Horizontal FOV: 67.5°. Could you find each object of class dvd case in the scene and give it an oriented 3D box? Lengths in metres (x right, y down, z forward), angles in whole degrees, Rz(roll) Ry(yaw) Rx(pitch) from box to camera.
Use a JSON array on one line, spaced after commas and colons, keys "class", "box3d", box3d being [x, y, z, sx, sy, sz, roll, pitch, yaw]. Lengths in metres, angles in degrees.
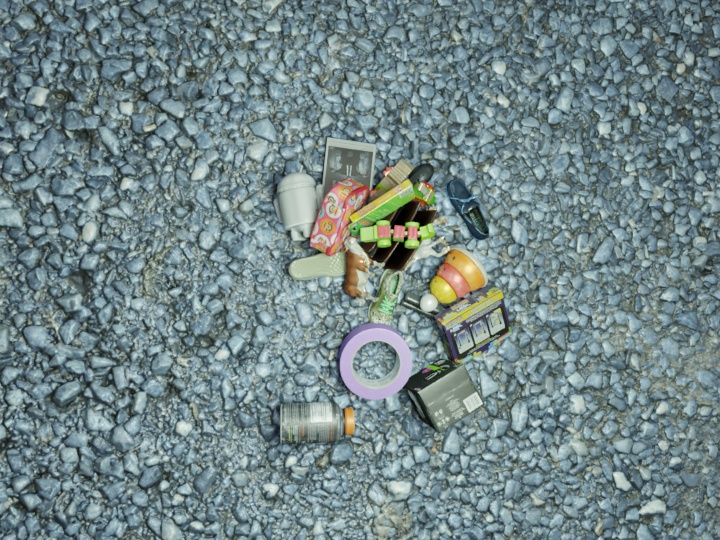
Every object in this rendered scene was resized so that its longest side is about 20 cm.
[{"class": "dvd case", "box3d": [-0.036, -0.278, 1.570, 0.149, 0.025, 0.202, 6, 83, -8]}]

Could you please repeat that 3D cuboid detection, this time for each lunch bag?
[{"class": "lunch bag", "box3d": [-0.053, -0.149, 1.471, 0.082, 0.176, 0.201, 28, 116, 10]}]

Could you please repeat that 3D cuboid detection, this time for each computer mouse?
[{"class": "computer mouse", "box3d": [0.144, -0.242, 1.589, 0.059, 0.034, 0.200, 43, 81, -4]}]

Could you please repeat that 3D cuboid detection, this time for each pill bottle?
[{"class": "pill bottle", "box3d": [-0.116, 0.410, 1.451, 0.198, 0.106, 0.107, 1, 85, -9]}]

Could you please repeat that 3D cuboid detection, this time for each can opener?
[{"class": "can opener", "box3d": [0.218, 0.106, 1.569, 0.199, 0.053, 0.067, 24, 49, -6]}]

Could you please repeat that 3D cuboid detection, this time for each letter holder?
[{"class": "letter holder", "box3d": [0.107, -0.110, 1.501, 0.100, 0.142, 0.201, 35, 82, -22]}]

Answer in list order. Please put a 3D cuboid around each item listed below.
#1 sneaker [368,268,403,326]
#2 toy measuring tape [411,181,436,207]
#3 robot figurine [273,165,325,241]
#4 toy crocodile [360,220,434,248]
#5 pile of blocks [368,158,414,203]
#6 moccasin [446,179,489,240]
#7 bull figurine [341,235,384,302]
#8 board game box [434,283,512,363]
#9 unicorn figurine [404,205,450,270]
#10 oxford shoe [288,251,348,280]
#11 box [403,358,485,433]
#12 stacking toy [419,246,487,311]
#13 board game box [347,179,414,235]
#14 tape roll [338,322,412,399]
[{"class": "sneaker", "box3d": [0.074, 0.083, 1.520, 0.076, 0.089, 0.202, 14, 83, -7]}, {"class": "toy measuring tape", "box3d": [0.166, -0.224, 1.518, 0.073, 0.200, 0.074, -2, 85, 18]}, {"class": "robot figurine", "box3d": [-0.169, -0.184, 1.495, 0.168, 0.113, 0.202, -12, 87, 24]}, {"class": "toy crocodile", "box3d": [0.097, -0.098, 1.428, 0.198, 0.062, 0.068, 2, 80, 5]}, {"class": "pile of blocks", "box3d": [0.076, -0.252, 1.558, 0.062, 0.082, 0.200, 42, 65, -3]}, {"class": "moccasin", "box3d": [0.330, -0.186, 1.595, 0.080, 0.068, 0.201, -35, 91, -10]}, {"class": "bull figurine", "box3d": [0.000, 0.000, 1.476, 0.065, 0.201, 0.121, -28, 47, -36]}, {"class": "board game box", "box3d": [0.323, 0.157, 1.533, 0.199, 0.057, 0.166, -27, 119, -11]}, {"class": "unicorn figurine", "box3d": [0.185, -0.081, 1.549, 0.074, 0.136, 0.201, 44, 42, -42]}, {"class": "oxford shoe", "box3d": [-0.112, -0.011, 1.520, 0.198, 0.058, 0.076, -9, 80, -24]}, {"class": "box", "box3d": [0.217, 0.333, 1.462, 0.148, 0.200, 0.125, -28, 91, -11]}, {"class": "stacking toy", "box3d": [0.246, 0.043, 1.516, 0.200, 0.146, 0.146, -41, 92, -14]}, {"class": "board game box", "box3d": [0.053, -0.164, 1.432, 0.199, 0.096, 0.030, -35, 75, 1]}, {"class": "tape roll", "box3d": [0.040, 0.249, 1.487, 0.198, 0.066, 0.202, -1, 98, -5]}]
